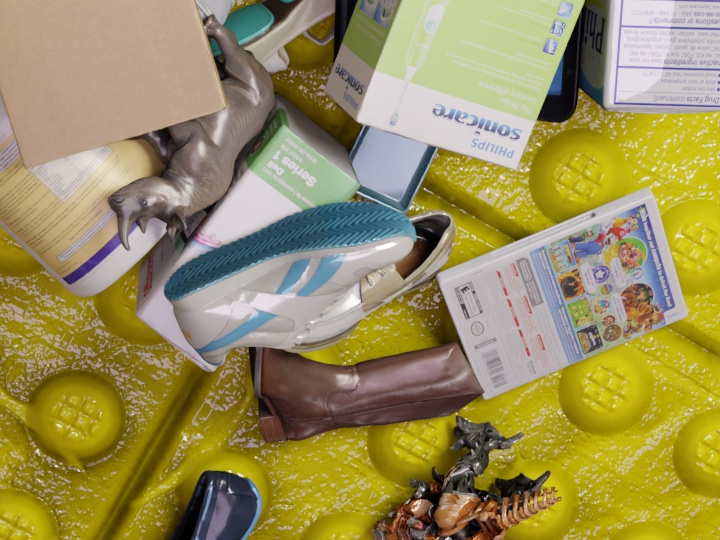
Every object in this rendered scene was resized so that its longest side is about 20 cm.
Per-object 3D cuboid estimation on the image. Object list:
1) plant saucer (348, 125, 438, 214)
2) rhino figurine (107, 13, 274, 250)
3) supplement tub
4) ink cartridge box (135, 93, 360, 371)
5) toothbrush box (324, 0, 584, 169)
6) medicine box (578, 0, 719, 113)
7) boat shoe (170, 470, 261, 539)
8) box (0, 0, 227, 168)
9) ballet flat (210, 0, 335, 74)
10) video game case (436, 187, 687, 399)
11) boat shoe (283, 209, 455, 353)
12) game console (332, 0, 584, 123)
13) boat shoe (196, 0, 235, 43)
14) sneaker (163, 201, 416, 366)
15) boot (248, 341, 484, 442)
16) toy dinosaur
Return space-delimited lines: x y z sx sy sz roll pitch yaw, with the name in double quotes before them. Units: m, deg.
"plant saucer" 0.051 -0.151 1.520 0.070 0.019 0.201 24 103 -12
"rhino figurine" -0.135 -0.098 1.394 0.087 0.060 0.201 35 67 -15
"supplement tub" -0.249 -0.093 1.442 0.145 0.145 0.200 -43 105 7
"ink cartridge box" -0.097 -0.034 1.472 0.084 0.145 0.200 36 100 -14
"toothbrush box" 0.080 -0.198 1.357 0.145 0.086 0.201 14 105 -25
"medicine box" 0.232 -0.241 1.425 0.102 0.182 0.201 1 105 -5
"boat shoe" -0.168 0.264 1.590 0.068 0.084 0.201 30 87 -31
"box" -0.206 -0.195 1.331 0.163 0.021 0.201 -16 100 2
"ballet flat" -0.061 -0.203 1.474 0.199 0.070 0.070 -34 106 4
"video game case" 0.179 0.023 1.558 0.199 0.018 0.144 -22 125 1
"boat shoe" 0.000 0.000 1.478 0.075 0.200 0.068 48 140 13
"game console" 0.079 -0.222 1.426 0.172 0.119 0.201 -6 106 -29
"boat shoe" -0.175 -0.243 1.391 0.200 0.070 0.072 32 64 -41
"sneaker" -0.048 0.008 1.381 0.199 0.077 0.081 -20 117 6
"boot" 0.006 0.081 1.525 0.199 0.065 0.187 -7 148 0
"toy dinosaur" 0.099 0.213 1.561 0.199 0.136 0.103 7 130 35
